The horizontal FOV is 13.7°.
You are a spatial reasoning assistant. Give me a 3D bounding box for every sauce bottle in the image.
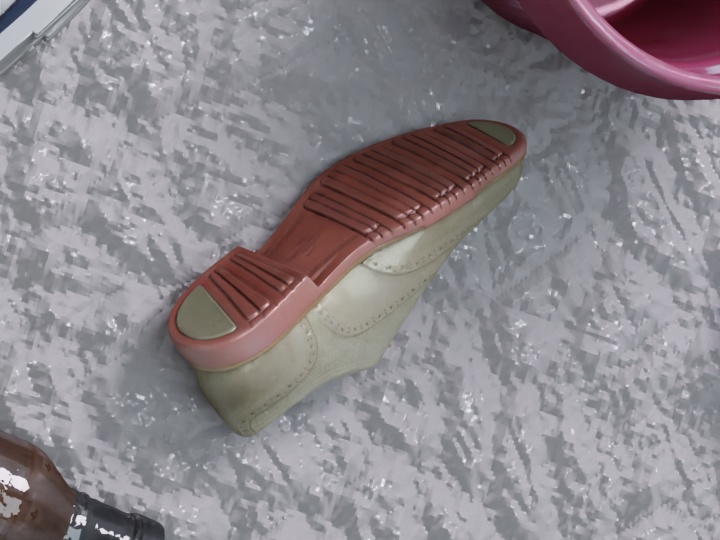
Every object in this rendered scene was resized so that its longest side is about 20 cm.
[{"bbox_3d":[-0.182,0.094,1.322,0.200,0.065,0.065,27,81,-19],"label":"sauce bottle"}]

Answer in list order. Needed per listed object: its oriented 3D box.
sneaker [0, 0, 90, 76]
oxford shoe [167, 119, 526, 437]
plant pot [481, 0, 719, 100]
[{"bbox_3d":[-0.203,-0.100,1.317,0.200,0.076,0.081,-43,93,-20],"label":"sneaker"},{"bbox_3d":[0.000,0.000,1.401,0.200,0.071,0.074,-34,127,-18],"label":"oxford shoe"},{"bbox_3d":[0.128,-0.176,1.378,0.200,0.179,0.200,0,91,-21],"label":"plant pot"}]
